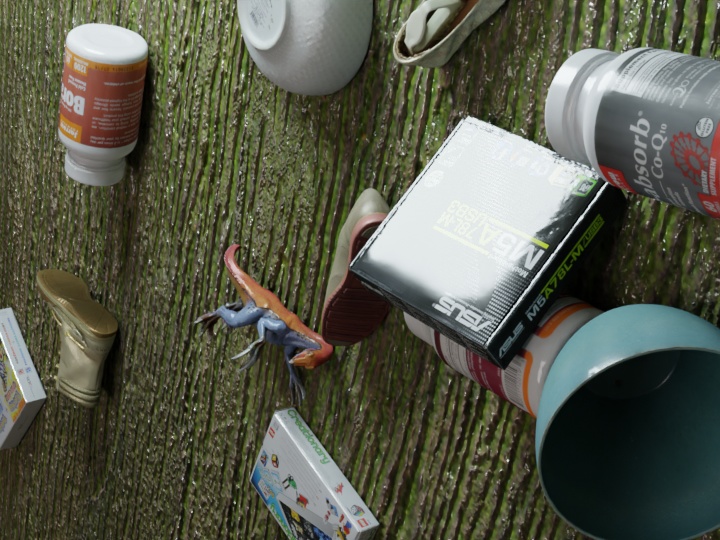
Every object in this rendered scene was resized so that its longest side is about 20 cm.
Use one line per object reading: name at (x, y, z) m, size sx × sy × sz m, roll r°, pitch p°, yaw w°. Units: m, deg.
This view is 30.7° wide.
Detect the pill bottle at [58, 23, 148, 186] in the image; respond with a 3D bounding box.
pill bottle at (-0.356, -0.225, 1.804) m, size 0.112 × 0.111 × 0.203 m, roll 39°, pitch 128°, yaw 39°

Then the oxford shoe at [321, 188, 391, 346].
oxford shoe at (0.000, 0.000, 1.455) m, size 0.075 × 0.069 × 0.202 m, roll -101°, pitch 25°, yaw -46°

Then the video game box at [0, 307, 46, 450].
video game box at (-0.634, 0.196, 2.339) m, size 0.184 × 0.046 × 0.200 m, roll 61°, pitch 140°, yaw 18°

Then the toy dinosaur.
toy dinosaur at (-0.110, 0.063, 1.588) m, size 0.179 × 0.104 × 0.204 m, roll -2°, pitch 86°, yaw 32°

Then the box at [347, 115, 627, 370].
box at (0.113, -0.032, 1.202) m, size 0.199 × 0.194 × 0.048 m, roll 30°, pitch 166°, yaw 45°

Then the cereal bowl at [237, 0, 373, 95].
cereal bowl at (-0.076, -0.292, 1.445) m, size 0.199 × 0.082 × 0.203 m, roll 18°, pitch 113°, yaw 48°

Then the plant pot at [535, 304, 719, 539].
plant pot at (0.234, 0.106, 1.085) m, size 0.135 × 0.197 × 0.202 m, roll -95°, pitch 18°, yaw -57°

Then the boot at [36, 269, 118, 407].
boot at (-0.455, 0.104, 2.055) m, size 0.199 × 0.072 × 0.157 m, roll 38°, pitch 125°, yaw 34°

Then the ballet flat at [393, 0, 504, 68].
ballet flat at (0.094, -0.260, 1.246) m, size 0.068 × 0.062 × 0.200 m, roll 60°, pitch 139°, yaw 22°

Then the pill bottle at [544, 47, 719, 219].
pill bottle at (0.249, -0.112, 1.039) m, size 0.199 × 0.115 × 0.118 m, roll 24°, pitch 118°, yaw 47°

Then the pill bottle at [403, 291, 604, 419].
pill bottle at (0.138, 0.057, 1.232) m, size 0.199 × 0.113 × 0.116 m, roll 30°, pitch 122°, yaw 45°

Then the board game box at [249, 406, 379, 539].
board game box at (-0.061, 0.284, 1.619) m, size 0.200 × 0.034 × 0.127 m, roll 50°, pitch 134°, yaw 33°
